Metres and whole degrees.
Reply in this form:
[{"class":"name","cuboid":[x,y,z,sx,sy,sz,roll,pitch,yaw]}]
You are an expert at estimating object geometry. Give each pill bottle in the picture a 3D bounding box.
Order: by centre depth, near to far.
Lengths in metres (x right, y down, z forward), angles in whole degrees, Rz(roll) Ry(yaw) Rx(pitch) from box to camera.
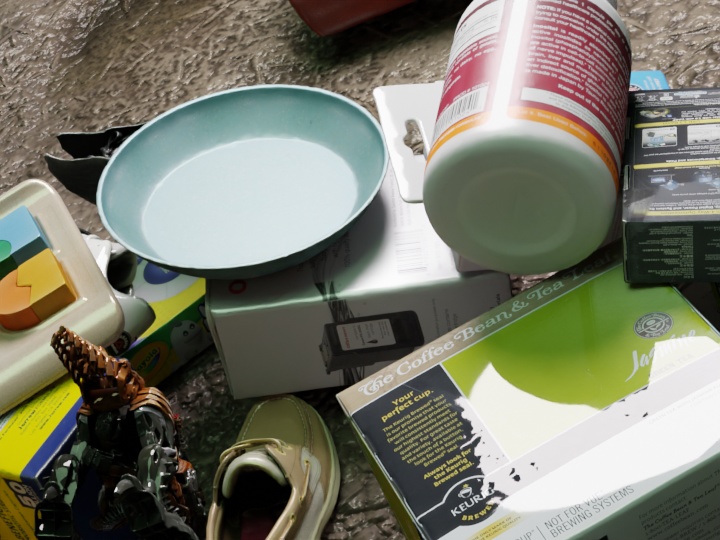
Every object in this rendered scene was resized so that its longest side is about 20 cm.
[{"class":"pill bottle","cuboid":[0.105,-0.103,1.162,0.113,0.113,0.200,-8,42,22]}]

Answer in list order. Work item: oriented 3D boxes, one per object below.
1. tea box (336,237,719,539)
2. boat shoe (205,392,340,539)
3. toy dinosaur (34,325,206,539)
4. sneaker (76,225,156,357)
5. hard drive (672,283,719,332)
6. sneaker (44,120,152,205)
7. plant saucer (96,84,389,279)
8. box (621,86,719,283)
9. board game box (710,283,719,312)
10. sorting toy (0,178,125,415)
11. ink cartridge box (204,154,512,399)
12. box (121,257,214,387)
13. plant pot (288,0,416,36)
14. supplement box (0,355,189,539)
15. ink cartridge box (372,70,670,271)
[{"class":"tea box","cuboid":[0.124,0.117,1.093,0.200,0.134,0.197,-28,38,-5]},{"class":"boat shoe","cuboid":[-0.058,0.141,1.224,0.074,0.066,0.200,-17,36,13]},{"class":"toy dinosaur","cuboid":[-0.151,0.115,1.196,0.102,0.200,0.136,-26,35,28]},{"class":"sneaker","cuboid":[-0.209,0.003,1.407,0.088,0.074,0.200,-32,47,-10]},{"class":"hard drive","cuboid":[0.275,0.040,1.178,0.140,0.038,0.200,-33,39,-10]},{"class":"sneaker","cuboid":[-0.120,-0.069,1.406,0.199,0.104,0.060,-7,41,22]},{"class":"plant saucer","cuboid":[-0.077,-0.054,1.303,0.199,0.036,0.200,-7,40,6]},{"class":"box","cuboid":[0.254,-0.055,1.131,0.199,0.049,0.161,-1,31,9]},{"class":"board game box","cuboid":[0.307,0.017,1.116,0.102,0.048,0.200,-38,39,-17]},{"class":"sorting toy","cuboid":[-0.268,0.027,1.320,0.185,0.037,0.200,-33,39,-4]},{"class":"ink cartridge box","cuboid":[0.000,0.000,1.316,0.199,0.084,0.145,-8,40,4]},{"class":"box","cuboid":[-0.128,0.006,1.446,0.200,0.048,0.117,-36,39,-15]},{"class":"plant pot","cuboid":[0.020,-0.304,1.624,0.195,0.201,0.201,-25,36,15]},{"class":"supplement box","cuboid":[-0.237,0.121,1.319,0.200,0.109,0.110,8,48,37]},{"class":"ink cartridge box","cuboid":[0.111,-0.065,1.252,0.199,0.067,0.116,-4,46,-10]}]
